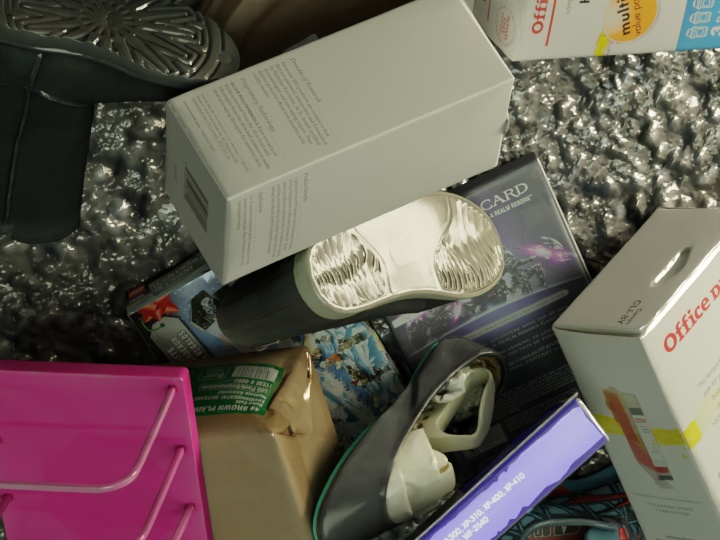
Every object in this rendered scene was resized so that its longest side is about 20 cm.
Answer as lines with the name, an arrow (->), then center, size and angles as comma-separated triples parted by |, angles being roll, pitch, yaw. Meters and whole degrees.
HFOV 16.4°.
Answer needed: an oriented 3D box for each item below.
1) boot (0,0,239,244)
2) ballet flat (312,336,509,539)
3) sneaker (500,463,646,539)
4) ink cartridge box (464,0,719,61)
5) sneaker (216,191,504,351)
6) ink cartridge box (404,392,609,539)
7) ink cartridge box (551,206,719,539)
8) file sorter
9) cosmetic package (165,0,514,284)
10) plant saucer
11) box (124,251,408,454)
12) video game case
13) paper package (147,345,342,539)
boot -> -0.175, -0.086, 1.573 | 0.164, 0.066, 0.200 | 15, 135, -6
ballet flat -> 0.042, 0.115, 1.661 | 0.073, 0.200, 0.073 | 20, 136, 21
sneaker -> 0.177, 0.191, 1.792 | 0.199, 0.096, 0.080 | -11, 118, -4
ink cartridge box -> 0.142, -0.199, 1.582 | 0.199, 0.068, 0.115 | -6, 122, -23
sneaker -> 0.000, 0.000, 1.653 | 0.200, 0.106, 0.075 | -9, 81, -46
ink cartridge box -> 0.079, 0.162, 1.670 | 0.198, 0.200, 0.043 | -42, 85, -1
ink cartridge box -> 0.231, 0.075, 1.715 | 0.145, 0.083, 0.200 | -46, 123, -34
file sorter -> -0.178, 0.175, 1.573 | 0.139, 0.126, 0.200 | 2, 123, 13
cosmetic package -> -0.013, -0.082, 1.535 | 0.200, 0.085, 0.108 | -24, 154, -19
plant saucer -> -0.019, -0.121, 1.625 | 0.199, 0.029, 0.201 | -3, 106, -11
box -> -0.055, 0.066, 1.723 | 0.137, 0.040, 0.200 | -28, 116, 4
video game case -> 0.094, 0.031, 1.744 | 0.143, 0.019, 0.200 | -25, 116, 3
paper package -> -0.115, 0.158, 1.686 | 0.199, 0.104, 0.191 | -6, 123, 18
